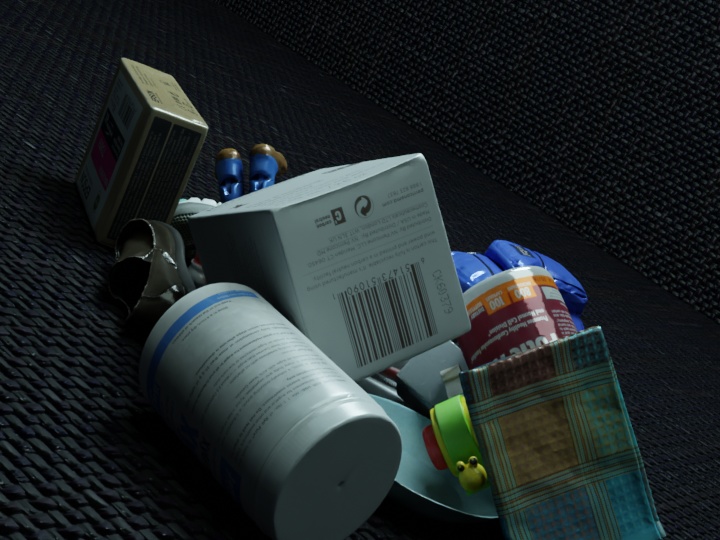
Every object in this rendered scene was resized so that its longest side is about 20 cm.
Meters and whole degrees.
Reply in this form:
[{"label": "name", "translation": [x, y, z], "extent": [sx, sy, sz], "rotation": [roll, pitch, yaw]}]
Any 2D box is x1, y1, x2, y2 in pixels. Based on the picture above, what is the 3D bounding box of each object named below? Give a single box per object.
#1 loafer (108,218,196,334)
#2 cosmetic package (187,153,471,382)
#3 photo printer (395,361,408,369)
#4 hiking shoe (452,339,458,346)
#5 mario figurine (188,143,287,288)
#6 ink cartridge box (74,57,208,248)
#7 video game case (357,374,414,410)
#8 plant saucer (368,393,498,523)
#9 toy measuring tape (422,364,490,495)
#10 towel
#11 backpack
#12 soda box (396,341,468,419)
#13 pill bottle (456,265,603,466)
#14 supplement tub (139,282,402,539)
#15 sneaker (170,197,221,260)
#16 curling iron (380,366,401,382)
[{"label": "loafer", "translation": [-0.212, -0.001, 1.292], "extent": [0.071, 0.074, 0.200], "rotation": [22, 15, -31]}, {"label": "cosmetic package", "translation": [-0.032, 0.001, 1.201], "extent": [0.163, 0.168, 0.199], "rotation": [-21, 10, -28]}, {"label": "photo printer", "translation": [0.002, 0.026, 1.480], "extent": [0.198, 0.070, 0.168], "rotation": [22, 32, -25]}, {"label": "hiking shoe", "translation": [0.124, 0.111, 1.519], "extent": [0.101, 0.075, 0.200], "rotation": [52, 8, 8]}, {"label": "mario figurine", "translation": [-0.122, -0.026, 1.421], "extent": [0.105, 0.123, 0.203], "rotation": [21, 59, -36]}, {"label": "ink cartridge box", "translation": [-0.252, -0.130, 1.488], "extent": [0.074, 0.167, 0.200], "rotation": [18, 16, -27]}, {"label": "video game case", "translation": [0.007, 0.101, 1.478], "extent": [0.198, 0.022, 0.182], "rotation": [28, 14, 2]}, {"label": "plant saucer", "translation": [0.048, 0.183, 1.222], "extent": [0.199, 0.039, 0.201], "rotation": [28, 13, -7]}, {"label": "toy measuring tape", "translation": [0.089, 0.130, 1.219], "extent": [0.073, 0.074, 0.201], "rotation": [24, 25, -17]}, {"label": "towel", "translation": [0.178, 0.166, 1.152], "extent": [0.145, 0.203, 0.022], "rotation": [-17, 1, -16]}, {"label": "backpack", "translation": [0.179, 0.048, 1.720], "extent": [0.198, 0.170, 0.162], "rotation": [18, 10, -23]}, {"label": "soda box", "translation": [0.129, 0.156, 1.332], "extent": [0.199, 0.068, 0.064], "rotation": [40, -17, 18]}, {"label": "pill bottle", "translation": [0.169, 0.109, 1.254], "extent": [0.113, 0.114, 0.202], "rotation": [12, 48, -49]}, {"label": "supplement tub", "translation": [-0.075, 0.111, 1.038], "extent": [0.131, 0.133, 0.200], "rotation": [13, 20, -47]}, {"label": "sneaker", "translation": [-0.142, -0.016, 1.504], "extent": [0.198, 0.078, 0.091], "rotation": [23, 18, -16]}, {"label": "curling iron", "translation": [0.080, 0.122, 1.405], "extent": [0.199, 0.050, 0.026], "rotation": [34, 7, -5]}]
